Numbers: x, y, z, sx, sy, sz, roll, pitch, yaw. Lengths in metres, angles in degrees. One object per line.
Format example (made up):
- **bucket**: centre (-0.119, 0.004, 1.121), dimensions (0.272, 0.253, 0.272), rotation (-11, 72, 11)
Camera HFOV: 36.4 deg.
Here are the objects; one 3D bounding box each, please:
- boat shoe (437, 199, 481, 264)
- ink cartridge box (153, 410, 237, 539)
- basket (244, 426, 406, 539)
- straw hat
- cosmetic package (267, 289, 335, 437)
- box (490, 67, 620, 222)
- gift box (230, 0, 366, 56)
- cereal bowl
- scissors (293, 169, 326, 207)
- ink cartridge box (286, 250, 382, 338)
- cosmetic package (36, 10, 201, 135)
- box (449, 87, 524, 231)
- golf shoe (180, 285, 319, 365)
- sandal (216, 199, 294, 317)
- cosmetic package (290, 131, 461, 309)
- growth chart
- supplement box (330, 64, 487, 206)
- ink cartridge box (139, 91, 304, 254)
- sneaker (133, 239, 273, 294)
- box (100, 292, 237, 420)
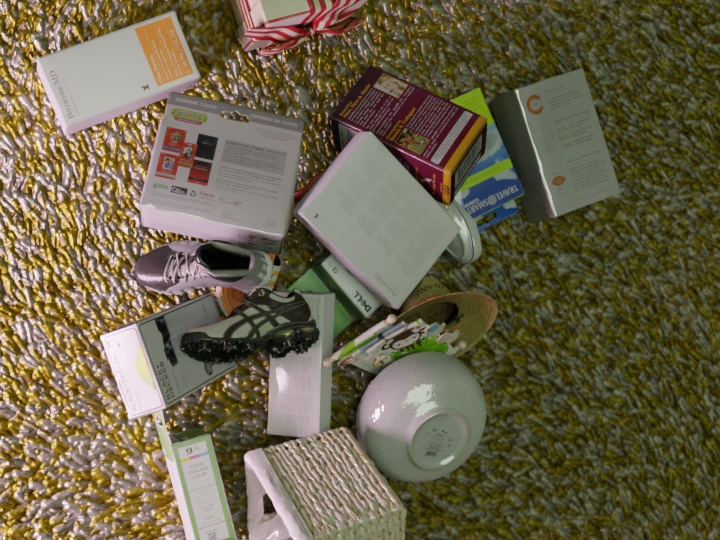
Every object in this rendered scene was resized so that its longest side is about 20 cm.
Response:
- **boat shoe**: centre (0.102, -0.090, 1.623), dimensions (0.065, 0.074, 0.201), rotation (-30, 82, -43)
- **ink cartridge box**: centre (-0.228, 0.271, 1.493), dimensions (0.059, 0.104, 0.202), rotation (-15, 92, -17)
- **basket**: centre (-0.051, 0.351, 1.471), dimensions (0.159, 0.200, 0.200), rotation (-14, 123, -23)
- **straw hat**: centre (0.097, 0.058, 1.596), dimensions (0.199, 0.202, 0.086), rotation (-9, 56, -18)
- **cosmetic package**: centre (-0.083, 0.131, 1.547), dimensions (0.082, 0.051, 0.203), rotation (4, 93, 21)
- **box**: centre (0.299, -0.191, 1.686), dimensions (0.123, 0.097, 0.202), rotation (-19, 94, -17)
- **gift box**: centre (-0.099, -0.409, 1.523), dimensions (0.183, 0.200, 0.189), rotation (-19, 94, -12)
- **cereal bowl**: centre (0.098, 0.222, 1.570), dimensions (0.198, 0.083, 0.202), rotation (-10, 116, -20)
- **scissors**: centre (-0.112, -0.095, 1.595), dimensions (0.198, 0.014, 0.074), rotation (-15, 92, -18)
- **ink cartridge box**: centre (0.000, 0.000, 1.593), dimensions (0.200, 0.059, 0.104), rotation (-43, 100, -15)
- **cosmetic package**: centre (-0.331, -0.271, 1.505), dimensions (0.198, 0.071, 0.102), rotation (-25, 95, -16)
- **box**: centre (0.164, -0.160, 1.668), dimensions (0.121, 0.048, 0.202), rotation (-26, 94, -17)
- **golf shoe**: centre (-0.153, 0.070, 1.462), dimensions (0.198, 0.078, 0.096), rotation (-2, 69, -35)
- **sandal**: centre (-0.147, -0.025, 1.552), dimensions (0.078, 0.059, 0.209), rotation (19, 86, -13)
- **cosmetic package**: centre (0.024, -0.069, 1.525), dimensions (0.200, 0.052, 0.151), rotation (45, 75, -20)
- **growth chart**: centre (0.056, 0.113, 1.556), dimensions (0.199, 0.144, 0.018), rotation (25, 35, -50)
- **supplement box**: centre (0.069, -0.194, 1.565), dimensions (0.199, 0.086, 0.111), rotation (28, 65, 18)
- **ink cartridge box**: centre (-0.187, -0.134, 1.510), dimensions (0.197, 0.084, 0.178), rotation (12, 72, -5)
- **sneaker**: centre (-0.223, -0.014, 1.473), dimensions (0.197, 0.116, 0.076), rotation (-2, 79, 9)
- **box**: centre (-0.249, 0.110, 1.450), dimensions (0.060, 0.200, 0.118), rotation (-18, 92, 23)
